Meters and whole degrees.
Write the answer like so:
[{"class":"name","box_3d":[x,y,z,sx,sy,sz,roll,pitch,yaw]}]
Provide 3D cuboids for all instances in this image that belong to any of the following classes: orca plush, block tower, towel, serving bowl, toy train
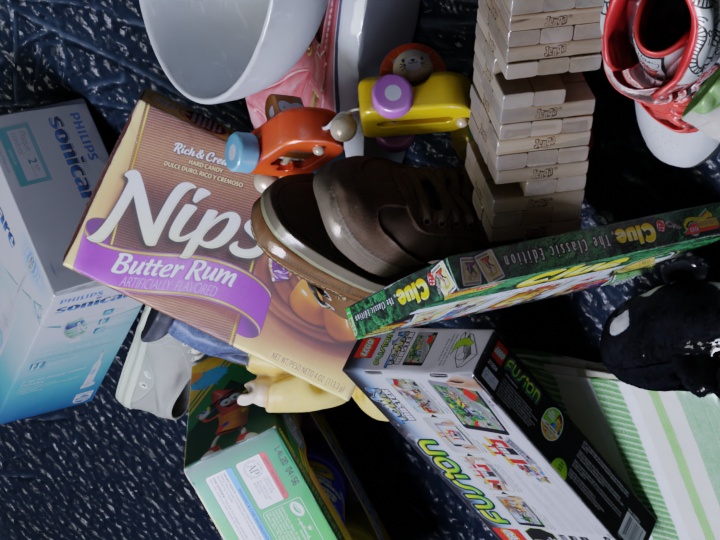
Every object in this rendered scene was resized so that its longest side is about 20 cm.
[{"class":"orca plush","box_3d":[0.213,0.057,1.398,0.199,0.071,0.106,13,136,29]},{"class":"block tower","box_3d":[0.091,-0.109,1.297,0.054,0.057,0.201,-111,19,-46]},{"class":"towel","box_3d":[0.166,0.115,1.563,0.199,0.023,0.153,4,128,42]},{"class":"serving bowl","box_3d":[-0.064,-0.196,1.423,0.200,0.065,0.202,14,106,60]},{"class":"toy train","box_3d":[0.030,-0.087,1.416,0.150,0.199,0.056,145,124,-60]}]

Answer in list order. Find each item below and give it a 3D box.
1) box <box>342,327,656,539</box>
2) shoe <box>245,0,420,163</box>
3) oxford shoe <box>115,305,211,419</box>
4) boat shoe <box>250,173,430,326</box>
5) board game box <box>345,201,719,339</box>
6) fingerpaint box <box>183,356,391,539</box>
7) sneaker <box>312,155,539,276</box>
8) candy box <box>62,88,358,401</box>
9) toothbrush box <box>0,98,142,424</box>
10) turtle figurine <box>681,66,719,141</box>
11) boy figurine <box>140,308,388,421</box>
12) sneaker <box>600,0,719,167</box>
[{"class":"box","box_3d":[0.087,0.109,1.538,0.110,0.035,0.200,1,143,44]},{"class":"shoe","box_3d":[-0.021,-0.130,1.478,0.091,0.072,0.201,27,144,20]},{"class":"oxford shoe","box_3d":[-0.127,0.039,1.757,0.057,0.075,0.200,24,141,2]},{"class":"boat shoe","box_3d":[0.000,0.000,1.447,0.068,0.199,0.072,-34,57,31]},{"class":"board game box","box_3d":[0.100,0.000,1.377,0.105,0.199,0.024,-32,73,54]},{"class":"fingerpaint box","box_3d":[-0.042,0.165,1.705,0.073,0.167,0.201,-25,110,8]},{"class":"sneaker","box_3d":[0.050,-0.039,1.396,0.075,0.200,0.071,-29,70,26]},{"class":"candy box","box_3d":[-0.071,-0.017,1.551,0.199,0.056,0.117,26,100,-7]},{"class":"toothbrush box","box_3d":[-0.228,-0.004,1.763,0.147,0.085,0.200,65,149,20]},{"class":"turtle figurine","box_3d":[0.263,-0.054,1.187,0.194,0.200,0.144,40,107,-1]},{"class":"boy figurine","box_3d":[-0.037,0.040,1.630,0.199,0.125,0.064,20,153,-10]},{"class":"sneaker","box_3d":[0.157,-0.108,1.282,0.067,0.108,0.202,35,143,17]}]
